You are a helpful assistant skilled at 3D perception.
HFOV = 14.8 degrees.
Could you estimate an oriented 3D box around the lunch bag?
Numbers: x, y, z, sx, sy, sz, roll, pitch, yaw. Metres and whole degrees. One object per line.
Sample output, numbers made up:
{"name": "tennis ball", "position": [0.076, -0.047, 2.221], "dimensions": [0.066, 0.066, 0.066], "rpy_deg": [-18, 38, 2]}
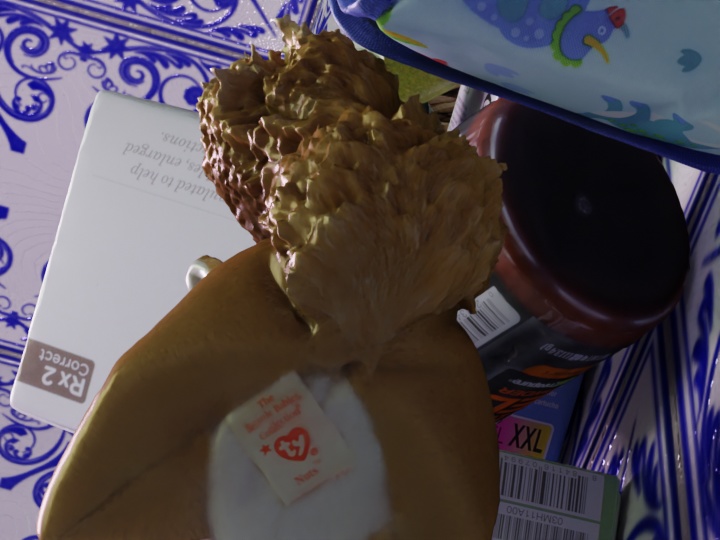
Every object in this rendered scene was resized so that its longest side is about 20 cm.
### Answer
{"name": "lunch bag", "position": [0.082, -0.112, 0.933], "dimensions": [0.200, 0.170, 0.128], "rpy_deg": [-107, 36, -77]}

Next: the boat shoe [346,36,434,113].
{"name": "boat shoe", "position": [0.000, 0.000, 1.226], "dimensions": [0.062, 0.073, 0.201], "rpy_deg": [20, -106, -65]}

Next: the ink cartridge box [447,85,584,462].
{"name": "ink cartridge box", "position": [0.069, -0.018, 1.226], "dimensions": [0.136, 0.076, 0.201], "rpy_deg": [-105, 29, -78]}

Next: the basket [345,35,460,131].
{"name": "basket", "position": [0.009, -0.097, 1.632], "dimensions": [0.200, 0.142, 0.150], "rpy_deg": [133, 151, -76]}

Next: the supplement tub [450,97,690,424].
{"name": "supplement tub", "position": [0.029, 0.014, 1.094], "dimensions": [0.200, 0.107, 0.107], "rpy_deg": [-34, 35, 43]}

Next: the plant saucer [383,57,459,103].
{"name": "plant saucer", "position": [0.072, -0.187, 1.207], "dimensions": [0.200, 0.048, 0.201], "rpy_deg": [-43, -40, -55]}

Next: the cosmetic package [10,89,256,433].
{"name": "cosmetic package", "position": [-0.041, 0.018, 1.386], "dimensions": [0.200, 0.164, 0.166], "rpy_deg": [10, -84, -68]}

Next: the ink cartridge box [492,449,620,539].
{"name": "ink cartridge box", "position": [0.008, 0.119, 1.127], "dimensions": [0.200, 0.145, 0.048], "rpy_deg": [117, 163, -62]}

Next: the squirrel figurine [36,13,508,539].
{"name": "squirrel figurine", "position": [-0.011, 0.022, 0.937], "dimensions": [0.187, 0.141, 0.201], "rpy_deg": [-78, 6, -80]}
